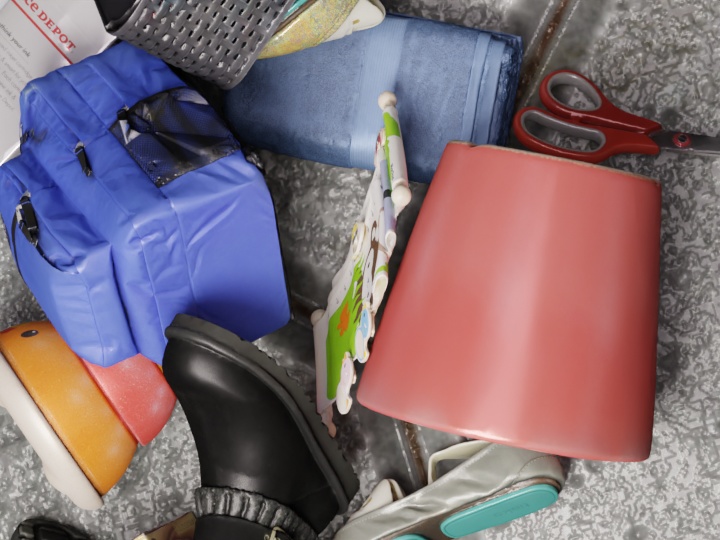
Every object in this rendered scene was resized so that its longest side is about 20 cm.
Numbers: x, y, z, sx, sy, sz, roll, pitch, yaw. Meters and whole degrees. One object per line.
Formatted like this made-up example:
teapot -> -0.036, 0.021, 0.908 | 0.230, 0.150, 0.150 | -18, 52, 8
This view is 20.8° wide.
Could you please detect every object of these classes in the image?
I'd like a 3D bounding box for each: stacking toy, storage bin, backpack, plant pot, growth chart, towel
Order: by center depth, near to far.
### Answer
plant pot -> 0.108, 0.016, 1.259 | 0.199, 0.200, 0.178 | 12, 93, 10
storage bin -> -0.085, -0.237, 1.266 | 0.093, 0.135, 0.200 | 23, 113, -30
backpack -> -0.155, -0.051, 1.291 | 0.167, 0.163, 0.200 | -19, 47, -19
growth chart -> 0.000, 0.000, 1.293 | 0.018, 0.145, 0.201 | 12, 118, -12
towel -> 0.006, -0.124, 1.353 | 0.199, 0.049, 0.112 | 12, 93, 10
stacking toy -> -0.155, 0.057, 1.367 | 0.200, 0.146, 0.146 | -35, 84, -10

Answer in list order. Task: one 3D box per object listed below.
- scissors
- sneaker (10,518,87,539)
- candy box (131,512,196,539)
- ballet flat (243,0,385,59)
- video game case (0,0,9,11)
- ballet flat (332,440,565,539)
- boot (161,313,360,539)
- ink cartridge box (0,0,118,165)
scissors -> 0.202, -0.082, 1.318 | 0.199, 0.014, 0.073 | 20, 55, 7
sneaker -> -0.215, 0.243, 1.336 | 0.075, 0.200, 0.080 | 19, 103, -11
candy box -> -0.104, 0.271, 1.346 | 0.055, 0.115, 0.201 | -31, 85, 11
ballet flat -> 0.006, -0.203, 1.307 | 0.071, 0.071, 0.200 | 40, 88, 8
video game case -> -0.270, -0.239, 1.360 | 0.200, 0.024, 0.182 | -49, 42, 7
ballet flat -> 0.045, 0.164, 1.352 | 0.199, 0.067, 0.064 | -26, 59, 9
boot -> -0.088, 0.145, 1.237 | 0.079, 0.211, 0.158 | 8, 54, 43
ink cartridge box -> -0.246, -0.149, 1.390 | 0.200, 0.067, 0.116 | -44, 82, 9
